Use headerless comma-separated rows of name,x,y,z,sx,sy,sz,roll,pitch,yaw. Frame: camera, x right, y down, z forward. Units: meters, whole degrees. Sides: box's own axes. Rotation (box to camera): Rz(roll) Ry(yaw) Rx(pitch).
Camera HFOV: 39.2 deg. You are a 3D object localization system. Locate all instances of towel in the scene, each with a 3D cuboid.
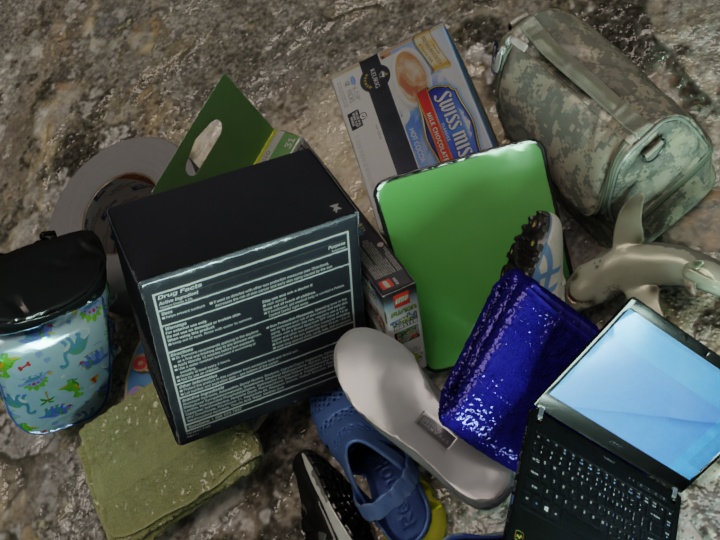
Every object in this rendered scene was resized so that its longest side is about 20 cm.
towel,0.172,0.108,0.842,0.149,0.199,0.049,-62,19,-13
towel,-0.196,0.181,1.016,0.199,0.036,0.149,-35,61,13

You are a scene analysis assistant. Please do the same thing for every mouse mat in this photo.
mouse mat,0.111,-0.009,0.929,0.159,0.202,0.008,-14,19,7

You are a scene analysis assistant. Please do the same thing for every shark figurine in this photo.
shark figurine,0.289,0.011,0.884,0.213,0.089,0.130,22,103,28

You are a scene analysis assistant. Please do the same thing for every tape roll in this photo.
tape roll,-0.259,-0.052,1.169,0.198,0.066,0.203,-9,64,18

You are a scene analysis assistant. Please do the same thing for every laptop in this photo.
laptop,0.220,0.159,0.781,0.103,0.176,0.202,-29,36,53

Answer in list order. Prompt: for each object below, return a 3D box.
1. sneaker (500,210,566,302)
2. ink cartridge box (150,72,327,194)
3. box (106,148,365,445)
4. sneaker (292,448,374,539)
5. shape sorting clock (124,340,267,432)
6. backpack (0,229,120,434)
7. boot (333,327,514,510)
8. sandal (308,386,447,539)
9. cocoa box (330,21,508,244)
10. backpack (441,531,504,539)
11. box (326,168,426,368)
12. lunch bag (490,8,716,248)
sneaker,0.162,0.047,0.904,0.071,0.072,0.203,2,102,-10
ink cartridge box,-0.110,-0.083,1.039,0.048,0.200,0.147,20,75,32
box,-0.105,0.022,0.924,0.198,0.200,0.124,-18,43,-17
sneaker,-0.031,0.261,0.919,0.087,0.076,0.201,-37,58,9
shape sorting clock,-0.168,0.107,1.069,0.198,0.039,0.202,-10,63,19
backpack,-0.333,0.076,1.064,0.162,0.201,0.155,-20,67,-27
boot,0.053,0.140,0.908,0.073,0.096,0.200,-41,72,-11
sandal,0.009,0.168,0.937,0.079,0.087,0.201,-40,56,3
cocoa box,0.072,-0.116,1.016,0.130,0.133,0.202,-24,59,12
backpack,0.083,0.302,0.773,0.146,0.199,0.185,-32,57,29
box,0.000,0.000,0.981,0.034,0.111,0.200,-22,44,-13
lunch bag,0.219,-0.139,0.944,0.139,0.168,0.201,-38,57,1
